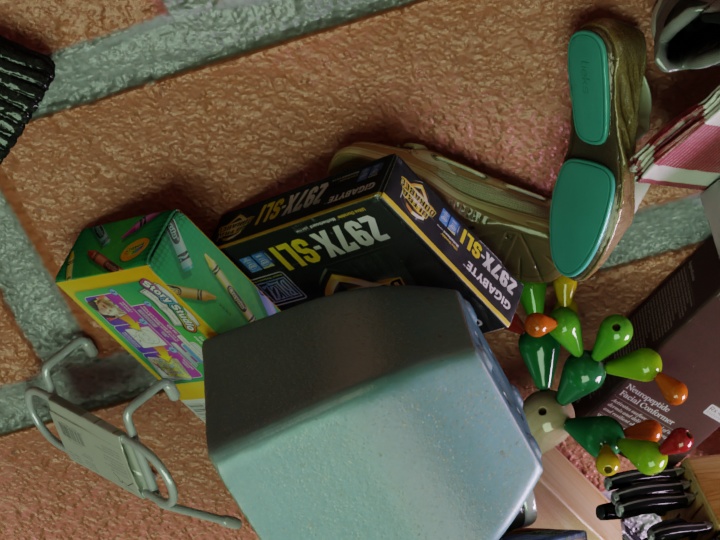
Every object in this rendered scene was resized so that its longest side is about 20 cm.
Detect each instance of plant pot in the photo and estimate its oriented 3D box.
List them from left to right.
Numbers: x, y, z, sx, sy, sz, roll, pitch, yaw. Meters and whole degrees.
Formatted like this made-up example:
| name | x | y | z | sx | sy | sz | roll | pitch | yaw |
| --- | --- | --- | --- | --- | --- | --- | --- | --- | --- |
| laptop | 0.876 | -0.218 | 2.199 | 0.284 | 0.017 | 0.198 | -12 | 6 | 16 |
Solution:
| name | x | y | z | sx | sy | sz | roll | pitch | yaw |
| --- | --- | --- | --- | --- | --- | --- | --- | --- | --- |
| plant pot | 0.018 | 0.122 | 1.558 | 0.200 | 0.196 | 0.197 | -27 | 113 | 6 |

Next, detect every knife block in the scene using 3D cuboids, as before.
| name | x | y | z | sx | sy | sz | roll | pitch | yaw |
| --- | --- | --- | --- | --- | --- | --- | --- | --- | --- |
| knife block | 0.191 | 0.221 | 1.832 | 0.175 | 0.064 | 0.200 | 5 | 127 | -4 |
| knife block | 0.288 | 0.188 | 1.761 | 0.175 | 0.200 | 0.064 | 31 | 133 | 2 |

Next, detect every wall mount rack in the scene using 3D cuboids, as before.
| name | x | y | z | sx | sy | sz | roll | pitch | yaw |
| --- | --- | --- | --- | --- | --- | --- | --- | --- | --- |
| wall mount rack | -0.185 | 0.148 | 1.748 | 0.200 | 0.075 | 0.174 | 23 | 141 | 43 |

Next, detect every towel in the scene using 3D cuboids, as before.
| name | x | y | z | sx | sy | sz | roll | pitch | yaw |
| --- | --- | --- | --- | --- | --- | --- | --- | --- | --- |
| towel | 0.301 | -0.127 | 1.551 | 0.200 | 0.023 | 0.144 | -41 | 155 | 28 |

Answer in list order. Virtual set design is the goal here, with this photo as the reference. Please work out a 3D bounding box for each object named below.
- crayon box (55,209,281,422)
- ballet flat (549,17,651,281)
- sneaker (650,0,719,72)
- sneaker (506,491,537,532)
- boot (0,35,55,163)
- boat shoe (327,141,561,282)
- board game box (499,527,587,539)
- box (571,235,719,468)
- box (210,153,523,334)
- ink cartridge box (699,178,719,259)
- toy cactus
| name | x | y | z | sx | sy | sz | roll | pitch | yaw |
| --- | --- | --- | --- | --- | --- | --- | --- | --- | --- |
| crayon box | -0.131 | 0.042 | 1.679 | 0.119 | 0.058 | 0.200 | -10 | 134 | 44 |
| ballet flat | 0.186 | -0.091 | 1.579 | 0.072 | 0.068 | 0.201 | -14 | 112 | -38 |
| sneaker | 0.283 | -0.199 | 1.472 | 0.075 | 0.116 | 0.200 | 46 | 118 | -8 |
| sneaker | 0.065 | 0.132 | 1.697 | 0.099 | 0.071 | 0.200 | -24 | 97 | -26 |
| boot | -0.341 | -0.113 | 1.577 | 0.158 | 0.080 | 0.211 | 32 | 121 | -22 |
| boat shoe | 0.071 | -0.055 | 1.640 | 0.200 | 0.063 | 0.073 | 19 | 133 | -5 |
| board game box | 0.048 | 0.257 | 1.708 | 0.200 | 0.200 | 0.062 | -6 | 93 | 44 |
| box | 0.268 | 0.069 | 1.717 | 0.100 | 0.075 | 0.200 | 30 | 121 | -20 |
| box | 0.000 | 0.000 | 1.637 | 0.200 | 0.049 | 0.160 | -17 | 127 | 42 |
| ink cartridge box | 0.379 | -0.058 | 1.593 | 0.145 | 0.084 | 0.200 | 29 | 124 | -35 |
| toy cactus | 0.164 | 0.100 | 1.679 | 0.200 | 0.102 | 0.165 | 48 | 130 | 16 |
